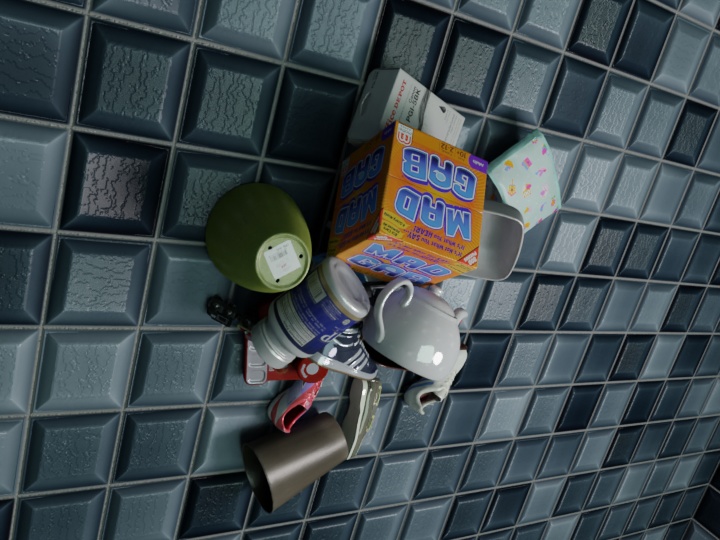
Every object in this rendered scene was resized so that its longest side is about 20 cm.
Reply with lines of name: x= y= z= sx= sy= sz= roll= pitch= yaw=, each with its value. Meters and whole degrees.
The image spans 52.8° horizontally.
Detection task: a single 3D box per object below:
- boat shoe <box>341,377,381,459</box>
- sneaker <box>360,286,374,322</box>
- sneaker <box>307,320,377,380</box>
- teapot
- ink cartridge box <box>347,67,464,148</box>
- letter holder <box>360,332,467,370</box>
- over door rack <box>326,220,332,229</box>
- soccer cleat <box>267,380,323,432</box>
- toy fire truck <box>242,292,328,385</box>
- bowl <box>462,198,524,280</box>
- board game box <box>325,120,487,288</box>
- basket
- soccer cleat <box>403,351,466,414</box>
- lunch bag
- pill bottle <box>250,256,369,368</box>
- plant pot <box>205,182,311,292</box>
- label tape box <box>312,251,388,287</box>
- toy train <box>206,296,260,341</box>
boat shoe: x=0.001 y=0.337 z=1.647 sx=0.059 sy=0.072 sz=0.206 roll=4 pitch=107 yaw=-30
sneaker: x=-0.018 y=0.081 z=1.439 sx=0.079 sy=0.200 sz=0.077 roll=-9 pitch=81 yaw=-16
sneaker: x=-0.014 y=0.141 z=1.386 sx=0.199 sy=0.070 sz=0.110 roll=24 pitch=93 yaw=-50
teapot: x=0.104 y=0.094 z=1.308 sx=0.195 sy=0.200 sz=0.148 roll=27 pitch=94 yaw=-5
ink cartridge box: x=0.089 y=-0.267 z=1.367 sx=0.198 sy=0.082 sz=0.150 roll=24 pitch=84 yaw=-40
letter holder: x=0.114 y=0.162 z=1.522 sx=0.198 sy=0.142 sz=0.102 roll=14 pitch=106 yaw=-48
over door rack: x=0.045 y=-0.118 z=1.445 sx=0.197 sy=0.066 sz=0.150 roll=16 pitch=103 yaw=-39
soccer cleat: x=-0.112 y=0.249 z=1.522 sx=0.201 sy=0.073 sz=0.068 roll=-50 pitch=131 yaw=-2
toy fire truck: x=-0.149 y=0.130 z=1.421 sx=0.164 sy=0.112 sz=0.204 roll=-2 pitch=115 yaw=-16
bowl: x=0.241 y=-0.078 z=1.531 sx=0.195 sy=0.076 sz=0.202 roll=13 pitch=138 yaw=6
board game box: x=0.080 y=-0.105 z=1.281 sx=0.196 sy=0.199 sz=0.204 roll=18 pitch=70 yaw=-24
basket: x=-0.136 y=0.397 z=1.548 sx=0.197 sy=0.136 sz=0.183 roll=-24 pitch=138 yaw=-27
soccer cleat: x=0.194 y=0.267 z=1.733 sx=0.199 sy=0.086 sz=0.070 roll=-39 pitch=129 yaw=-12
lunch bag: x=0.337 y=-0.188 z=1.576 sx=0.169 sy=0.122 sz=0.202 roll=-35 pitch=134 yaw=-13
pill bottle: x=-0.092 y=0.079 z=1.263 sx=0.199 sy=0.121 sz=0.119 roll=-37 pitch=133 yaw=19
plant pot: x=-0.158 y=-0.039 z=1.231 sx=0.183 sy=0.200 sz=0.192 roll=-6 pitch=107 yaw=-19
label tape box: x=0.000 y=0.000 z=1.418 sx=0.196 sy=0.143 sz=0.065 roll=-1 pitch=83 yaw=-33
toy train: x=-0.198 y=0.112 z=1.355 sx=0.197 sy=0.034 sz=0.046 roll=28 pitch=117 yaw=-4
